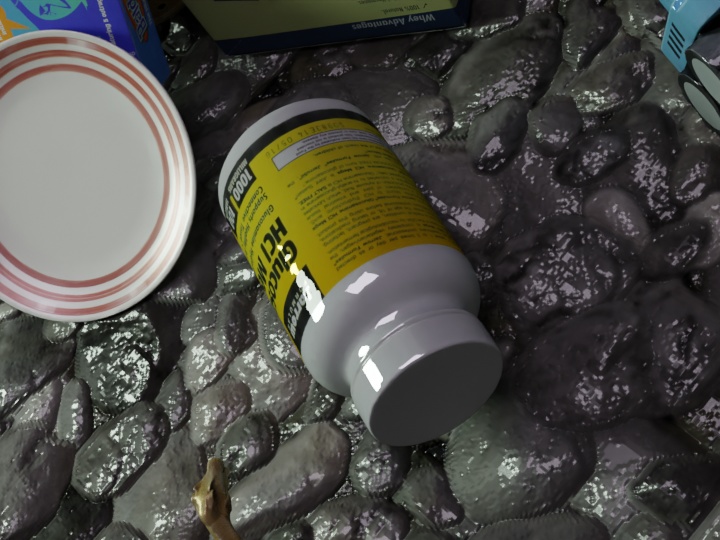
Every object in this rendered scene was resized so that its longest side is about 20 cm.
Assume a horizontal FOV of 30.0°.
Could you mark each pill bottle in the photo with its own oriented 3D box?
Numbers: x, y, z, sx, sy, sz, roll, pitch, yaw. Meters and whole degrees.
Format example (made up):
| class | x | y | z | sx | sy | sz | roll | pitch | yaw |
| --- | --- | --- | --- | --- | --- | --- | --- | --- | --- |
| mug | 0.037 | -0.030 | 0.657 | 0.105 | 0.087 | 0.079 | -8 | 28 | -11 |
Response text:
| class | x | y | z | sx | sy | sz | roll | pitch | yaw |
| --- | --- | --- | --- | --- | --- | --- | --- | --- | --- |
| pill bottle | 0.000 | 0.000 | 0.791 | 0.112 | 0.112 | 0.201 | -36 | 53 | 5 |

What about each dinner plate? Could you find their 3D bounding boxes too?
| class | x | y | z | sx | sy | sz | roll | pitch | yaw |
| --- | --- | --- | --- | --- | --- | --- | --- | --- | --- |
| dinner plate | -0.204 | -0.065 | 0.932 | 0.198 | 0.024 | 0.202 | 2 | 99 | 13 |

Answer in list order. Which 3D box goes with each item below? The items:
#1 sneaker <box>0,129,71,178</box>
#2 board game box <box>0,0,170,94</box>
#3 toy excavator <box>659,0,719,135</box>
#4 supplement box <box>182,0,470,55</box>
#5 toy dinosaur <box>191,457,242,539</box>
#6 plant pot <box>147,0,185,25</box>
| class | x | y | z | sx | sy | sz | roll | pitch | yaw |
| --- | --- | --- | --- | --- | --- | --- | --- | --- | --- |
| sneaker | -0.280 | -0.075 | 1.001 | 0.199 | 0.077 | 0.073 | -22 | 55 | 16 |
| board game box | -0.249 | -0.185 | 0.933 | 0.198 | 0.153 | 0.045 | -3 | 35 | 17 |
| toy excavator | 0.192 | -0.185 | 0.792 | 0.100 | 0.194 | 0.201 | -37 | 81 | 4 |
| supplement box | -0.042 | -0.266 | 0.904 | 0.198 | 0.200 | 0.135 | -2 | 61 | 26 |
| toy dinosaur | -0.036 | 0.191 | 0.710 | 0.058 | 0.101 | 0.200 | -42 | 53 | -1 |
| plant pot | -0.199 | -0.291 | 1.033 | 0.185 | 0.186 | 0.201 | -31 | 67 | 9 |
